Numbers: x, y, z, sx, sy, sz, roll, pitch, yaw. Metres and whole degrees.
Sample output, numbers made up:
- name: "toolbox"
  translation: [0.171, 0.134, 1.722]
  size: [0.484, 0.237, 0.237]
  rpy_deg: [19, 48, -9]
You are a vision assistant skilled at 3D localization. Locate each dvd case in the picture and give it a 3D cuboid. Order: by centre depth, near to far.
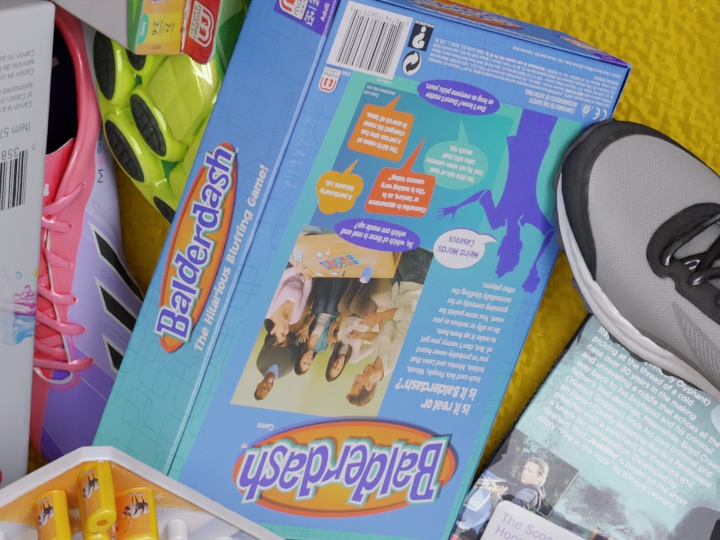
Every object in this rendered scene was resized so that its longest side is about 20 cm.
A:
- name: "dvd case"
  translation: [0.112, 0.105, 1.090]
  size: [0.146, 0.022, 0.200]
  rpy_deg: [33, 103, 3]

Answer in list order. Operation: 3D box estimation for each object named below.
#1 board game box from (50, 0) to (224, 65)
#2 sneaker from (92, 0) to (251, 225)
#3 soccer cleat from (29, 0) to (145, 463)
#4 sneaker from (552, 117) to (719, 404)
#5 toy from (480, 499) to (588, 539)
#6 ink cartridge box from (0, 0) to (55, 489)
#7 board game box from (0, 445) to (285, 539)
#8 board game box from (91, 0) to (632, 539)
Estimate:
- name: "board game box"
  translation: [-0.107, -0.148, 1.015]
  size: [0.200, 0.030, 0.096]
  rpy_deg: [32, 119, 42]
- name: "sneaker"
  translation: [-0.056, -0.109, 1.045]
  size: [0.074, 0.083, 0.201]
  rpy_deg: [-16, 84, 55]
- name: "soccer cleat"
  translation: [-0.116, -0.015, 1.079]
  size: [0.066, 0.076, 0.201]
  rpy_deg: [-2, 97, 9]
- name: "sneaker"
  translation: [0.146, 0.021, 1.015]
  size: [0.074, 0.079, 0.200]
  rpy_deg: [-33, 76, -25]
- name: "toy"
  translation: [0.061, 0.202, 1.078]
  size: [0.115, 0.047, 0.200]
  rpy_deg: [25, 102, 3]
- name: "ink cartridge box"
  translation: [-0.211, -0.006, 1.023]
  size: [0.144, 0.145, 0.201]
  rpy_deg: [19, 112, 36]
- name: "board game box"
  translation: [-0.104, 0.146, 1.035]
  size: [0.200, 0.200, 0.026]
  rpy_deg: [-29, 51, 25]
- name: "board game box"
  translation: [0.000, 0.000, 1.031]
  size: [0.045, 0.152, 0.200]
  rpy_deg: [30, 104, 44]
